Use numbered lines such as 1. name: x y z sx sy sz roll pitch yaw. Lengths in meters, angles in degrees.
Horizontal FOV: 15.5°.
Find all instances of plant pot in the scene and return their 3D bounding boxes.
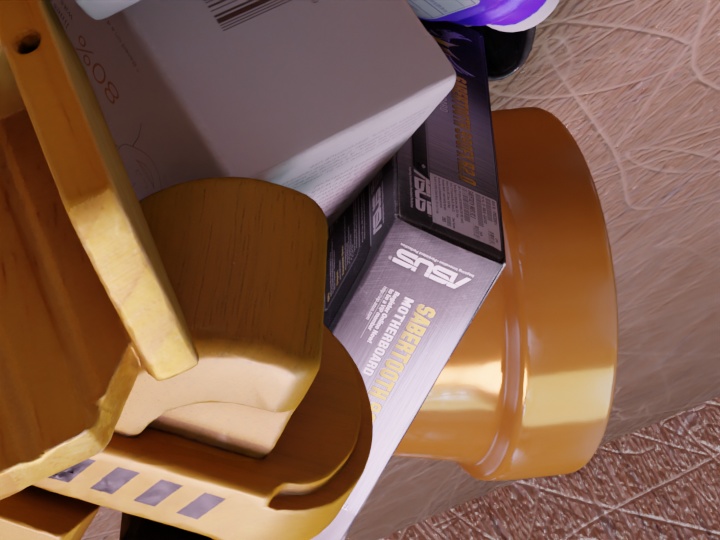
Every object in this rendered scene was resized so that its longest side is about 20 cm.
1. plant pot: 0.017 0.019 1.422 0.183 0.201 0.200 -5 162 -16

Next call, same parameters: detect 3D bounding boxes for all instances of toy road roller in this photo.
1. toy road roller: -0.091 0.031 0.890 0.199 0.123 0.146 18 131 -15

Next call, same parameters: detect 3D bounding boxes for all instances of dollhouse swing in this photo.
1. dollhouse swing: -0.184 -0.031 0.787 0.199 0.182 0.176 -24 147 -1

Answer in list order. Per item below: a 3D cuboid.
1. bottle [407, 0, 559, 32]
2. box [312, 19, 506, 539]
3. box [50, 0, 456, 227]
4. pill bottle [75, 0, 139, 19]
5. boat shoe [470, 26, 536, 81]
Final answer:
1. bottle: 0.031 -0.144 1.072 0.065 0.084 0.200 -18 164 18
2. box: 0.000 0.000 1.087 0.200 0.048 0.159 -91 -155 -60
3. box: -0.078 -0.071 1.011 0.106 0.153 0.200 -28 171 -30
4. pill bottle: -0.020 -0.167 0.846 0.200 0.116 0.116 -27 168 4
5. boat shoe: 0.055 -0.141 1.236 0.068 0.057 0.200 -28 166 1
